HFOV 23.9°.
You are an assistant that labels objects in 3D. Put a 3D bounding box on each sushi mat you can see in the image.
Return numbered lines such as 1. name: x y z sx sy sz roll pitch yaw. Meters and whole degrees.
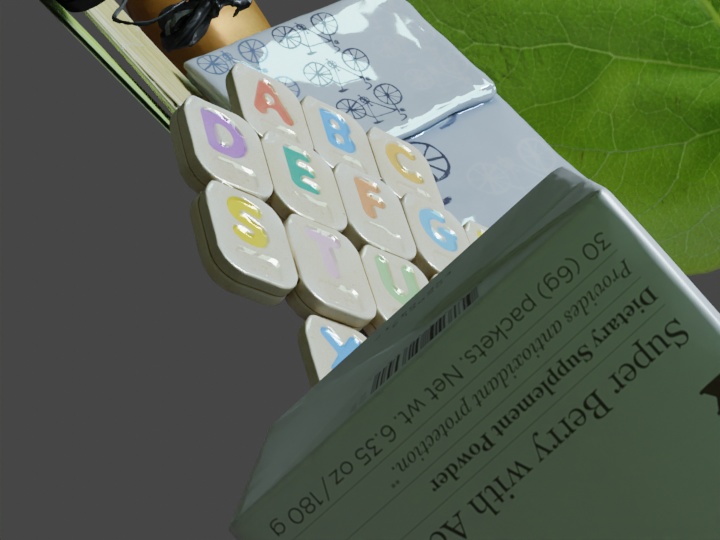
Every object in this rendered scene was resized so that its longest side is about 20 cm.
1. sushi mat: -0.154 -0.155 0.923 0.200 0.012 0.096 48 5 -10

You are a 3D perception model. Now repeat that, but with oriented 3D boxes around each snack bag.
1. snack bag: 0.024 -0.078 0.982 0.188 0.021 0.200 -27 67 -42

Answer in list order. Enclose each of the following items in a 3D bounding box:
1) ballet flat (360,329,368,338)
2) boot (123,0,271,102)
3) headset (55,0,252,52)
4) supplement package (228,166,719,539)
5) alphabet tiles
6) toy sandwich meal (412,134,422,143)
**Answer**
1. ballet flat: 0.000 0.000 0.829 0.076 0.068 0.200 64 -7 -32
2. boot: -0.059 -0.102 1.027 0.201 0.071 0.144 50 2 -42
3. headset: -0.132 -0.178 0.812 0.200 0.094 0.123 49 5 24
4. supplement package: 0.079 0.088 0.447 0.200 0.121 0.120 48 5 -3
5. alphabet tiles: 0.009 -0.004 0.712 0.199 0.015 0.196 22 36 -36
6. toy sandwich meal: 0.034 -0.043 1.096 0.206 0.070 0.206 60 14 -26
